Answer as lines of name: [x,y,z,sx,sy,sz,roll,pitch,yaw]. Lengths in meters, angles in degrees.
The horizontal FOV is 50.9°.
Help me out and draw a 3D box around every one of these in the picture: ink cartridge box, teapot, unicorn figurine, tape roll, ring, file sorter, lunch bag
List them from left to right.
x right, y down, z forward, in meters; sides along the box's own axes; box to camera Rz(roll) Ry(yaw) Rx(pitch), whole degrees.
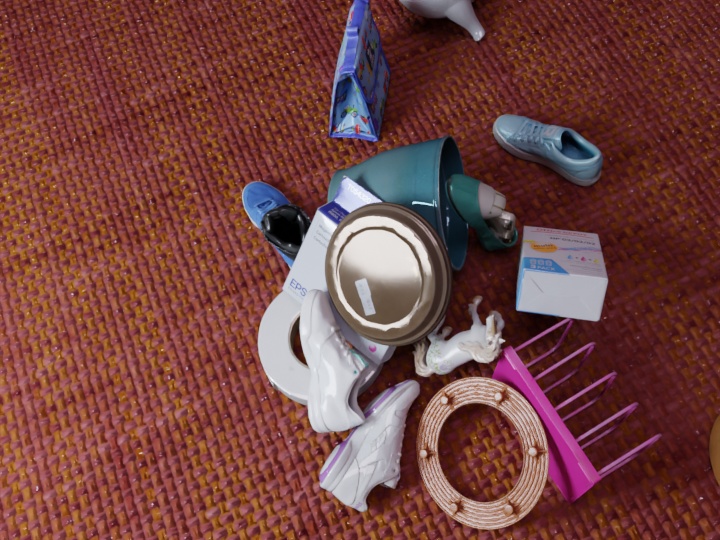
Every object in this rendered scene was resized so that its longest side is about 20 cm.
tape roll: [-0.057,0.107,1.157,0.200,0.037,0.206,-2,66,4]
lunch bag: [-0.008,-0.339,1.268,0.093,0.201,0.152,7,66,9]
ink cartridge box: [0.000,0.000,1.093,0.195,0.202,0.043,36,28,20]
teapot: [0.158,-0.550,1.385,0.196,0.145,0.202,29,103,37]
unicorn figurine: [0.152,0.096,1.073,0.073,0.200,0.138,35,36,-13]
ring: [0.158,0.247,1.024,0.198,0.019,0.204,-5,82,34]
ink cartridge box: [0.288,-0.008,1.101,0.113,0.069,0.200,7,26,9]
file sorter: [0.290,0.186,1.036,0.124,0.139,0.201,-27,66,-11]

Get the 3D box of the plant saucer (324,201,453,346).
plant saucer: [0.031,0.008,1.037,0.198,0.029,0.203,7,104,28]

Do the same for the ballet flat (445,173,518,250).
ballet flat: [0.192,-0.090,1.134,0.070,0.200,0.068,-5,65,27]

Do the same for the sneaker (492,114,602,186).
sneaker: [0.312,-0.218,1.249,0.198,0.082,0.074,28,70,17]

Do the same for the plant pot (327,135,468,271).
plant pot: [0.056,-0.095,1.164,0.185,0.200,0.203,-3,64,19]

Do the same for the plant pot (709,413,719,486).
plant pot: [0.578,0.234,0.986,0.197,0.140,0.203,-2,65,5]

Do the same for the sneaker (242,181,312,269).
sneaker: [-0.134,-0.088,1.213,0.076,0.112,0.201,-30,66,-9]

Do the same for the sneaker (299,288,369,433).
sneaker: [-0.031,0.123,1.072,0.087,0.075,0.203,-10,84,20]

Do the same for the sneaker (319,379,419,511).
sneaker: [0.031,0.248,1.078,0.099,0.075,0.201,40,73,0]
